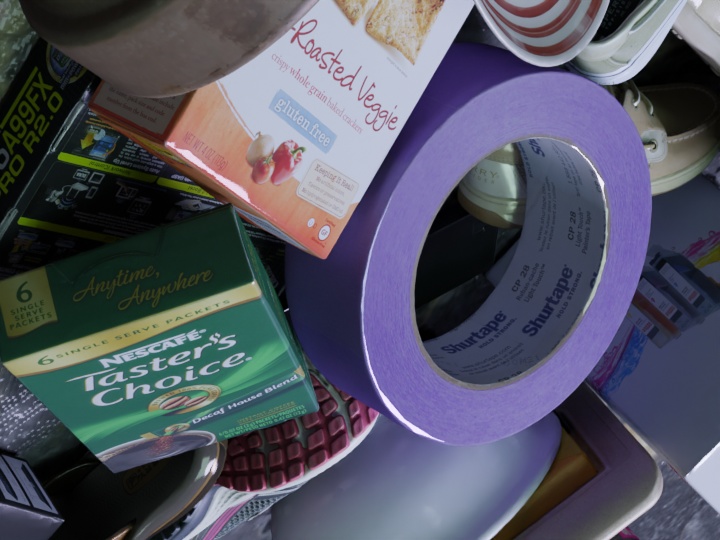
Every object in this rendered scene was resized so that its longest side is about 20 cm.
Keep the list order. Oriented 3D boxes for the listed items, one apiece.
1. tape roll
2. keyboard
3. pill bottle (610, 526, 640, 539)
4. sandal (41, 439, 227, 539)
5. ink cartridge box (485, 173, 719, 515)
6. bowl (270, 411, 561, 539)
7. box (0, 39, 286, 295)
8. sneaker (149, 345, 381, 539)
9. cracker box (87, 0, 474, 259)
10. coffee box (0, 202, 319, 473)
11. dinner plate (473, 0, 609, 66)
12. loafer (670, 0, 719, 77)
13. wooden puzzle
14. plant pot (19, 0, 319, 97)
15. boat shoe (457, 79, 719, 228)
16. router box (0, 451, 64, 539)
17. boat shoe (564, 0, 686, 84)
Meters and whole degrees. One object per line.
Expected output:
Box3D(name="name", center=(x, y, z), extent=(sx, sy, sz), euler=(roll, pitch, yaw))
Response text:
Box3D(name="tape roll", center=(0.059, -0.013, 0.917), extent=(0.200, 0.066, 0.200), euler=(-18, 120, -34))
Box3D(name="keyboard", center=(0.000, 0.000, 1.032), extent=(0.200, 0.021, 0.127), euler=(-28, 150, -21))
Box3D(name="pill bottle", center=(0.117, 0.189, 1.195), extent=(0.116, 0.200, 0.116), euler=(-27, 144, -22))
Box3D(name="sandal", center=(-0.153, 0.144, 0.975), extent=(0.200, 0.082, 0.055), euler=(-45, 149, 14))
Box3D(name="ink cartridge box", center=(0.211, 0.038, 1.121), extent=(0.145, 0.200, 0.145), euler=(-44, 146, 4))
Box3D(name="bowl", center=(0.016, 0.117, 1.077), extent=(0.201, 0.201, 0.090), euler=(-38, 102, -5))
Box3D(name="box", center=(-0.096, -0.040, 0.869), extent=(0.200, 0.044, 0.160), euler=(12, 120, -50))
Box3D(name="sneaker", center=(-0.065, 0.100, 1.012), extent=(0.200, 0.081, 0.075), euler=(-30, 160, 27))
Box3D(name="cracker box", center=(-0.017, -0.122, 0.793), extent=(0.134, 0.058, 0.200), euler=(35, 83, -53))
Box3D(name="coffee box", center=(-0.095, 0.040, 0.863), extent=(0.123, 0.044, 0.200), euler=(-17, 158, -1))
Box3D(name="dinner plate", center=(0.072, -0.192, 0.798), extent=(0.200, 0.024, 0.201), euler=(6, 83, -59))
Box3D(name="loafer", center=(0.217, -0.151, 1.028), extent=(0.068, 0.076, 0.200), euler=(-45, 146, 15))
Box3D(name="wooden puzzle", center=(0.080, 0.142, 1.084), extent=(0.185, 0.200, 0.037), euler=(-37, 106, 2))
Box3D(name="plant pot", center=(-0.096, -0.183, 0.603), extent=(0.174, 0.200, 0.200), euler=(29, 107, -37))
Box3D(name="boat shoe", center=(0.143, -0.083, 1.037), extent=(0.200, 0.072, 0.065), euler=(-18, 131, -32))
Box3D(name="router box", center=(-0.275, 0.167, 0.912), extent=(0.200, 0.052, 0.157), euler=(-47, 145, 8))
Box3D(name="boat shoe", center=(0.165, -0.185, 0.902), extent=(0.200, 0.072, 0.062), euler=(-62, 171, -1))
